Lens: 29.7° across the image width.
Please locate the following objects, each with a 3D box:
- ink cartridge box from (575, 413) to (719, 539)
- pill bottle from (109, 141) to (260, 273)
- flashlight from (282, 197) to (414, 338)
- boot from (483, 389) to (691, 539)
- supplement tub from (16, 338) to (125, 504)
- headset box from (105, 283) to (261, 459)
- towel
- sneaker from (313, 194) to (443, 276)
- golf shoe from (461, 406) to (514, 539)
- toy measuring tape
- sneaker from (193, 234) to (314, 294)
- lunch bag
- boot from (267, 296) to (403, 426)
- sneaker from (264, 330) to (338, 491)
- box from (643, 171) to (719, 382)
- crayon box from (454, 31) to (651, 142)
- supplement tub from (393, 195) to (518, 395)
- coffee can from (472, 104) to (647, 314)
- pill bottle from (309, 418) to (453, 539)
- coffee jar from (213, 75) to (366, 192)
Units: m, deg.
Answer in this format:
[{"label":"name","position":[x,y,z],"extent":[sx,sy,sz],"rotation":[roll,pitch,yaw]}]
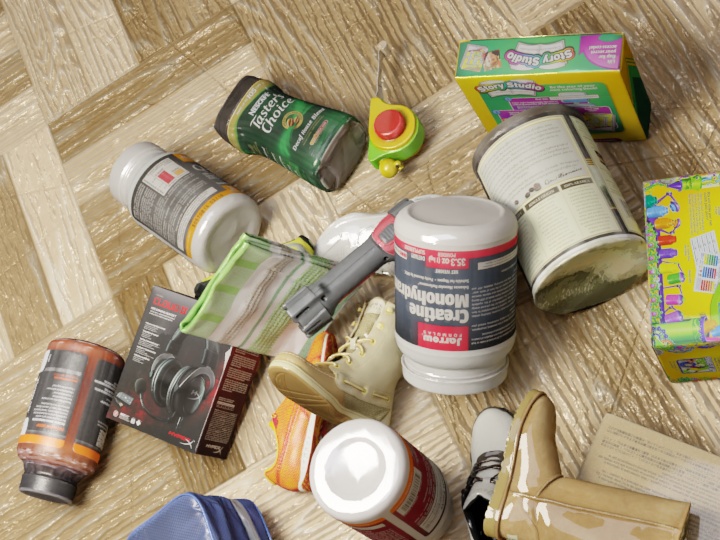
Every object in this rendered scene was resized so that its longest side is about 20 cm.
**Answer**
[{"label":"ink cartridge box","position":[0.324,0.265,1.436],"extent":[0.200,0.075,0.165],"rotation":[21,78,29]},{"label":"pill bottle","position":[-0.237,-0.089,1.812],"extent":[0.200,0.116,0.116],"rotation":[34,83,31]},{"label":"flashlight","position":[0.000,0.000,1.613],"extent":[0.200,0.068,0.068],"rotation":[-41,20,-4]},{"label":"boot","position":[0.246,0.228,1.411],"extent":[0.200,0.066,0.176],"rotation":[11,76,26]},{"label":"supplement tub","position":[-0.378,0.195,1.749],"extent":[0.107,0.107,0.200],"rotation":[4,68,24]},{"label":"headset box","position":[-0.213,0.118,1.714],"extent":[0.149,0.077,0.200],"rotation":[18,87,28]},{"label":"towel","position":[-0.103,0.040,1.627],"extent":[0.149,0.200,0.031],"rotation":[-56,48,16]},{"label":"sneaker","position":[0.028,-0.028,1.687],"extent":[0.200,0.075,0.100],"rotation":[-19,48,15]},{"label":"golf shoe","position":[0.153,0.238,1.511],"extent":[0.078,0.094,0.200],"rotation":[-14,61,18]},{"label":"toy measuring tape","position":[0.050,-0.213,1.775],"extent":[0.073,0.074,0.201],"rotation":[-5,66,21]},{"label":"sneaker","position":[-0.131,0.011,1.740],"extent":[0.200,0.075,0.077],"rotation":[-13,39,39]},{"label":"lunch bag","position":[-0.172,0.354,1.576],"extent":[0.136,0.132,0.200],"rotation":[-37,58,22]},{"label":"boot","position":[-0.014,0.097,1.588],"extent":[0.073,0.200,0.156],"rotation":[5,66,46]},{"label":"sneaker","position":[-0.072,0.166,1.651],"extent":[0.077,0.073,0.200],"rotation":[7,70,22]},{"label":"box","position":[0.419,0.003,1.487],"extent":[0.192,0.122,0.201],"rotation":[-7,64,21]},{"label":"crayon box","position":[0.234,-0.217,1.636],"extent":[0.199,0.173,0.058],"rotation":[1,68,23]},{"label":"supplement tub","position":[0.108,0.026,1.549],"extent":[0.140,0.140,0.201],"rotation":[9,113,26]},{"label":"coffee can","position":[0.233,-0.072,1.586],"extent":[0.146,0.146,0.200],"rotation":[-27,59,10]},{"label":"pill bottle","position":[0.031,0.243,1.496],"extent":[0.113,0.200,0.113],"rotation":[-9,64,19]},{"label":"coffee jar","position":[-0.098,-0.187,1.816],"extent":[0.200,0.085,0.104],"rotation":[26,79,31]}]
